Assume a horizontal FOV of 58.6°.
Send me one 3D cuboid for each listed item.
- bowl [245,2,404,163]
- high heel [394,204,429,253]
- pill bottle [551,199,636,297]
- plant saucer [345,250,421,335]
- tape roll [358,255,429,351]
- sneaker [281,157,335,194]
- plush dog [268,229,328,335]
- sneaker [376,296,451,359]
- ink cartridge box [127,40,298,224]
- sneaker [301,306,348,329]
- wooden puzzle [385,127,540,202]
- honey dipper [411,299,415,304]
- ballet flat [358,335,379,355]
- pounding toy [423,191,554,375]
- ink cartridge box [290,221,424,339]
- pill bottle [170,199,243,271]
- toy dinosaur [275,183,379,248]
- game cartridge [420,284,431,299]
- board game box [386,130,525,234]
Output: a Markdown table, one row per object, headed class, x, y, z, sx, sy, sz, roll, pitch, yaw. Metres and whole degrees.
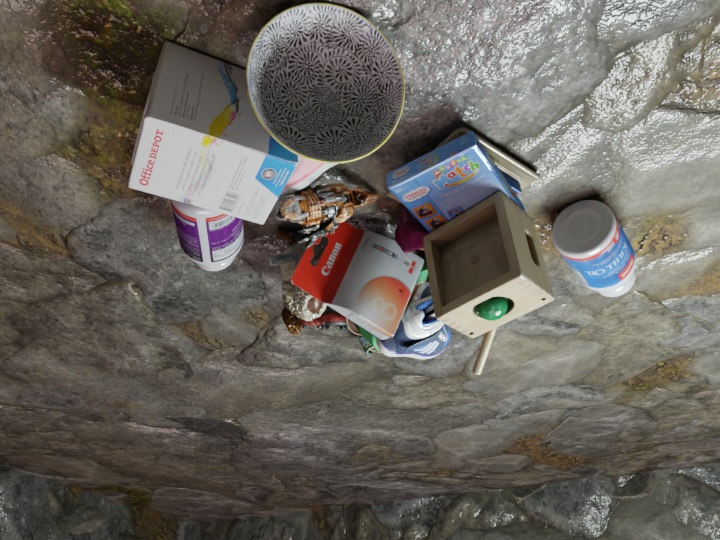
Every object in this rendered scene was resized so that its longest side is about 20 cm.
| class | x | y | z | sx | sy | sz | roll | pitch | yaw |
| --- | --- | --- | --- | --- | --- | --- | --- | --- | --- |
| bowl | -0.051 | -0.224 | 0.823 | 0.198 | 0.204 | 0.094 | 9 | 171 | -14 |
| high heel | 0.131 | -0.035 | 1.166 | 0.199 | 0.097 | 0.067 | 27 | 139 | -35 |
| pill bottle | 0.432 | -0.031 | 1.161 | 0.111 | 0.114 | 0.200 | -21 | 143 | 29 |
| plant saucer | 0.041 | 0.036 | 1.257 | 0.199 | 0.037 | 0.202 | -29 | 141 | -26 |
| tape roll | 0.086 | 0.068 | 1.265 | 0.199 | 0.048 | 0.202 | -29 | 141 | -26 |
| sneaker | -0.080 | -0.192 | 0.945 | 0.198 | 0.076 | 0.105 | -23 | 139 | 27 |
| plush dog | -0.103 | 0.021 | 1.217 | 0.159 | 0.200 | 0.173 | 30 | 139 | 14 |
| sneaker | 0.138 | 0.103 | 1.206 | 0.198 | 0.081 | 0.146 | 0 | 149 | -42 |
| ink cartridge box | -0.200 | -0.184 | 0.887 | 0.198 | 0.146 | 0.147 | 15 | 144 | -22 |
| sneaker | -0.083 | 0.077 | 1.369 | 0.070 | 0.099 | 0.200 | 4 | 173 | -29 |
| wooden puzzle | 0.169 | -0.132 | 1.064 | 0.184 | 0.047 | 0.199 | 22 | 141 | -31 |
| honey dipper | 0.052 | 0.029 | 1.326 | 0.038 | 0.038 | 0.200 | -19 | 140 | 27 |
| ballet flat | 0.088 | 0.153 | 1.483 | 0.198 | 0.075 | 0.074 | -18 | 144 | 30 |
| pounding toy | 0.202 | 0.026 | 1.017 | 0.183 | 0.202 | 0.141 | -31 | 138 | 33 |
| ink cartridge box | 0.000 | 0.000 | 1.114 | 0.199 | 0.164 | 0.050 | 34 | 153 | -16 |
| pill bottle | -0.253 | -0.085 | 1.073 | 0.111 | 0.114 | 0.201 | 4 | 148 | -6 |
| toy dinosaur | -0.051 | -0.099 | 1.037 | 0.198 | 0.104 | 0.135 | 10 | 163 | -35 |
| game cartridge | 0.210 | -0.006 | 1.210 | 0.132 | 0.041 | 0.200 | -7 | 147 | -38 |
| board game box | 0.156 | -0.117 | 1.018 | 0.150 | 0.037 | 0.200 | -23 | 141 | 25 |
